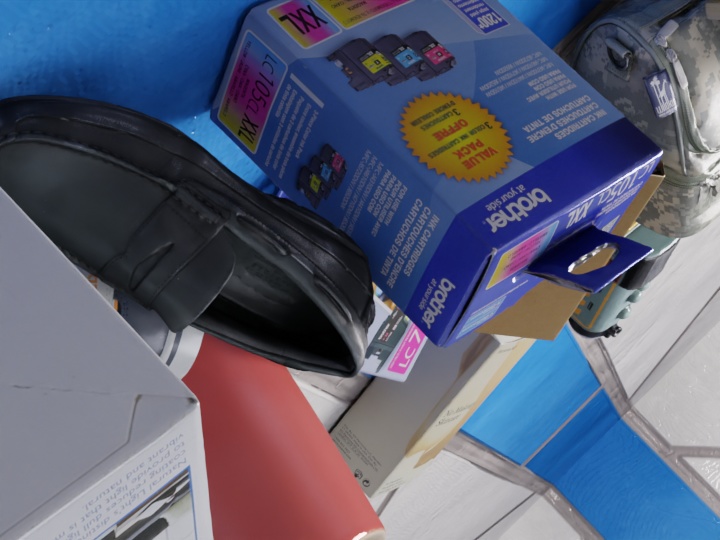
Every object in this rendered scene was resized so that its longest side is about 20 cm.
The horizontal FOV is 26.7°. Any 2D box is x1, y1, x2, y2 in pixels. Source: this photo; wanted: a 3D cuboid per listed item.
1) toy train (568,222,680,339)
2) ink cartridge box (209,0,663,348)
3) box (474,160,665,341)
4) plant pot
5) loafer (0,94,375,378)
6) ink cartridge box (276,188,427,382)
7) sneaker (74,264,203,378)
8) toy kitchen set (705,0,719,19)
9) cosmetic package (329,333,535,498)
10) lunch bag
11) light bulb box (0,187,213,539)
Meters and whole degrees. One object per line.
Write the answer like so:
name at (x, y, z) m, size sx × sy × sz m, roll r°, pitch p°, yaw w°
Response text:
toy train at (0.206, -0.015, 1.334) m, size 0.085 × 0.114 × 0.200 m, roll -34°, pitch 160°, yaw -27°
ink cartridge box at (0.047, -0.055, 0.729) m, size 0.136 × 0.200 × 0.077 m, roll -30°, pitch 159°, yaw -38°
box at (0.100, -0.021, 1.072) m, size 0.162 × 0.021 × 0.200 m, roll 7°, pitch 141°, yaw -16°
plant pot at (-0.093, 0.139, 0.903) m, size 0.200 × 0.177 × 0.201 m, roll -39°, pitch 161°, yaw -16°
loafer at (-0.074, -0.011, 0.638) m, size 0.200 × 0.071 × 0.068 m, roll 26°, pitch 125°, yaw -31°
ink cartridge box at (0.000, 0.000, 0.931) m, size 0.200 × 0.042 × 0.120 m, roll 22°, pitch 97°, yaw -59°
sneaker at (-0.148, 0.047, 0.741) m, size 0.079 × 0.079 × 0.200 m, roll 12°, pitch 146°, yaw -26°
toy kitchen set at (0.324, -0.194, 0.924) m, size 0.200 × 0.179 × 0.164 m, roll -48°, pitch 132°, yaw -42°
cosmetic package at (0.065, 0.105, 1.363) m, size 0.200 × 0.071 × 0.105 m, roll -52°, pitch 161°, yaw 25°
lunch bag at (0.240, -0.147, 1.087) m, size 0.200 × 0.139 × 0.168 m, roll -37°, pitch 144°, yaw -27°
light bulb box at (-0.154, 0.066, 0.525) m, size 0.125 × 0.198 × 0.201 m, roll -35°, pitch 152°, yaw -24°
